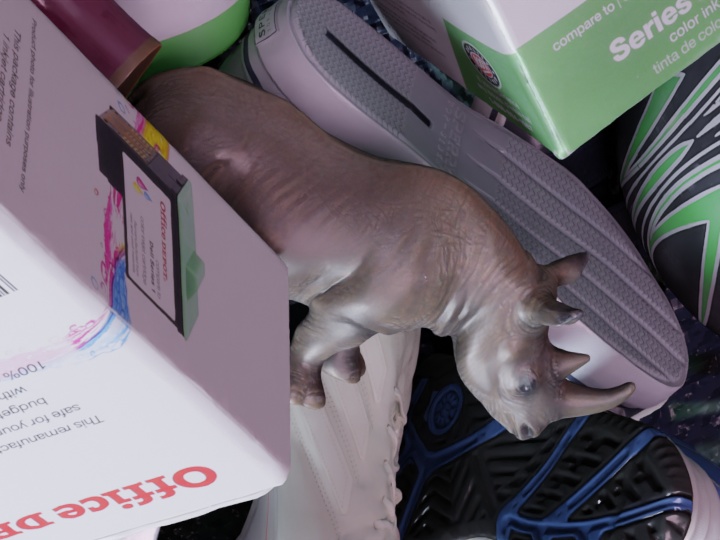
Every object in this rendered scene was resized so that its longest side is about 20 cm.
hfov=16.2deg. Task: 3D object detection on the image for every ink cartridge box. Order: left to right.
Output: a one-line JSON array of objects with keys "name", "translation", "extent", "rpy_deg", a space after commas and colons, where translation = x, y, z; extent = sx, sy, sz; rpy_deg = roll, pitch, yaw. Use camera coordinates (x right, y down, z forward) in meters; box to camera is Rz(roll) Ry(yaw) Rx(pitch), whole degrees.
[{"name": "ink cartridge box", "translation": [-0.128, 0.002, 0.725], "extent": [0.144, 0.084, 0.200], "rpy_deg": [-18, 141, 22]}, {"name": "ink cartridge box", "translation": [0.027, -0.157, 0.829], "extent": [0.087, 0.145, 0.201], "rpy_deg": [-36, 122, -6]}]

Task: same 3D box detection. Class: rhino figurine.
[{"name": "rhino figurine", "translation": [0.000, 0.000, 0.825], "extent": [0.199, 0.060, 0.088], "rpy_deg": [25, 113, -3]}]

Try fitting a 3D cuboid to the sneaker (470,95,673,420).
[{"name": "sneaker", "translation": [0.084, 0.009, 0.964], "extent": [0.078, 0.079, 0.201], "rpy_deg": [-27, 129, -38]}]

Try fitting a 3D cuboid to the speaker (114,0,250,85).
[{"name": "speaker", "translation": [-0.091, -0.164, 0.815], "extent": [0.088, 0.088, 0.201], "rpy_deg": [-19, 120, -12]}]

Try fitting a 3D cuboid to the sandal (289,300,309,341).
[{"name": "sandal", "translation": [-0.043, 0.029, 0.954], "extent": [0.199, 0.043, 0.076], "rpy_deg": [-31, 122, -5]}]

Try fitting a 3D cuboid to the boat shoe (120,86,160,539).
[{"name": "boat shoe", "translation": [-0.095, 0.025, 0.891], "extent": [0.065, 0.074, 0.202], "rpy_deg": [8, 77, -10]}]

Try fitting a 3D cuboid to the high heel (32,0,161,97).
[{"name": "high heel", "translation": [-0.146, -0.052, 0.834], "extent": [0.096, 0.067, 0.200], "rpy_deg": [44, 129, -2]}]

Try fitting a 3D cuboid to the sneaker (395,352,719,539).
[{"name": "sneaker", "translation": [0.068, 0.082, 0.902], "extent": [0.077, 0.200, 0.076], "rpy_deg": [24, 88, -33]}]

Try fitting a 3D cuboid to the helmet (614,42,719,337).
[{"name": "helmet", "translation": [0.188, -0.055, 0.899], "extent": [0.200, 0.200, 0.190], "rpy_deg": [-53, 155, 9]}]

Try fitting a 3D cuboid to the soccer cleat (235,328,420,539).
[{"name": "soccer cleat", "translation": [-0.009, 0.088, 0.886], "extent": [0.069, 0.077, 0.201], "rpy_deg": [54, 51, -48]}]

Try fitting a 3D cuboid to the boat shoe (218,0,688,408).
[{"name": "boat shoe", "translation": [0.028, -0.016, 0.890], "extent": [0.200, 0.074, 0.067], "rpy_deg": [43, 125, -13]}]
